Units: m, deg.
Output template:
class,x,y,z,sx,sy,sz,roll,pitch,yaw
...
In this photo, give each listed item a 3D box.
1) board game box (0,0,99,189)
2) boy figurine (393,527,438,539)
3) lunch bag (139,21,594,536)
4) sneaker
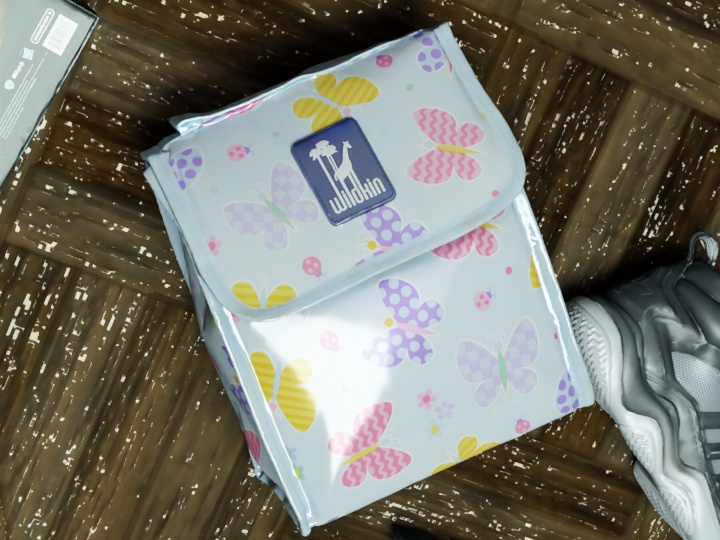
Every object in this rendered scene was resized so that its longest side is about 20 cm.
class,x,y,z,sx,sy,sz,roll,pitch,yaw
board game box,-0.229,-0.067,0.792,0.135,0.028,0.201,29,96,-22
boy figurine,0.013,0.244,0.941,0.124,0.064,0.201,20,96,-24
lunch bag,0.000,0.000,0.832,0.169,0.127,0.201,-22,104,-12
sneaker,0.198,0.076,0.938,0.113,0.076,0.201,-33,110,-2
